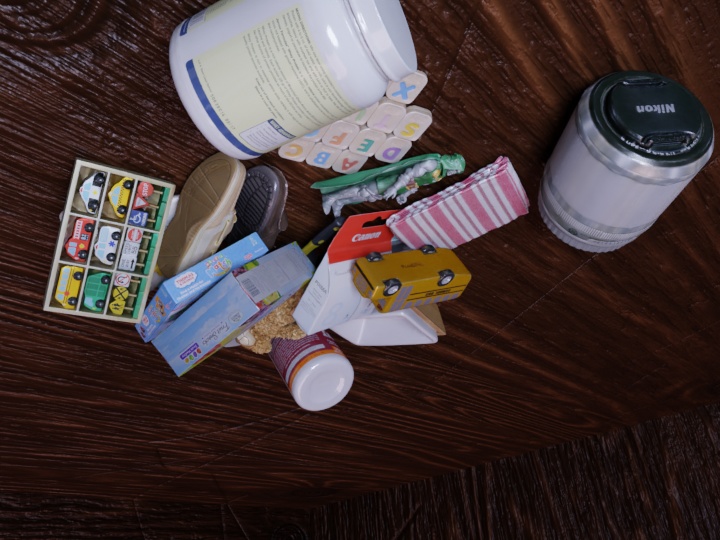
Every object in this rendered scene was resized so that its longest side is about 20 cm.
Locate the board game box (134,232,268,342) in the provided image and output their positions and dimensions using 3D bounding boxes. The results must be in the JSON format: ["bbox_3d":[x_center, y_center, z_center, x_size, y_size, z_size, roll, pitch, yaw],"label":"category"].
[{"bbox_3d":[-0.231,0.028,0.889,0.151,0.037,0.200,-35,179,-36],"label":"board game box"}]

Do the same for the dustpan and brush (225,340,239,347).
[{"bbox_3d":[-0.199,0.087,1.197,0.199,0.057,0.140,-3,142,6],"label":"dustpan and brush"}]

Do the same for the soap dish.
[{"bbox_3d":[0.036,0.075,1.137,0.199,0.082,0.157,-6,151,33],"label":"soap dish"}]

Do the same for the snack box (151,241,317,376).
[{"bbox_3d":[-0.169,0.048,0.884,0.168,0.068,0.200,-38,-179,24],"label":"snack box"}]

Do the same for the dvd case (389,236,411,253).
[{"bbox_3d":[0.078,-0.011,1.103,0.145,0.022,0.200,-13,152,10],"label":"dvd case"}]

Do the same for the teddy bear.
[{"bbox_3d":[-0.150,0.067,1.026,0.199,0.067,0.145,-25,119,26],"label":"teddy bear"}]

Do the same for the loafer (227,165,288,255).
[{"bbox_3d":[-0.140,-0.084,0.891,0.071,0.073,0.200,-29,165,-34],"label":"loafer"}]

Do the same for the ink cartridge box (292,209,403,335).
[{"bbox_3d":[0.000,0.000,0.953,0.160,0.047,0.200,-13,143,-50],"label":"ink cartridge box"}]

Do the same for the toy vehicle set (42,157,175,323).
[{"bbox_3d":[-0.331,-0.035,0.824,0.124,0.026,0.201,11,102,-31],"label":"toy vehicle set"}]

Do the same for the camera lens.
[{"bbox_3d":[0.326,-0.134,0.790,0.159,0.161,0.200,-3,151,-7],"label":"camera lens"}]

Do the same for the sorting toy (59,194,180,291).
[{"bbox_3d":[-0.296,-0.038,0.920,0.179,0.107,0.200,-28,150,-2],"label":"sorting toy"}]

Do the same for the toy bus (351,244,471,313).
[{"bbox_3d":[0.076,0.013,0.955,0.199,0.065,0.078,-9,141,-36],"label":"toy bus"}]

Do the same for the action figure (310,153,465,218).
[{"bbox_3d":[0.046,-0.120,0.852,0.199,0.055,0.118,-16,173,18],"label":"action figure"}]

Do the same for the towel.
[{"bbox_3d":[0.152,-0.088,0.953,0.199,0.030,0.146,-25,149,17],"label":"towel"}]

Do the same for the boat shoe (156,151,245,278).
[{"bbox_3d":[-0.207,-0.073,0.852,0.069,0.074,0.200,0,135,-55],"label":"boat shoe"}]

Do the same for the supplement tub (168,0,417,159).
[{"bbox_3d":[-0.061,-0.205,0.592,0.199,0.146,0.145,-19,149,21],"label":"supplement tub"}]

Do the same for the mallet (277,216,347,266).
[{"bbox_3d":[-0.080,-0.043,0.954,0.066,0.041,0.200,8,160,-18],"label":"mallet"}]

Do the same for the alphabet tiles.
[{"bbox_3d":[-0.014,-0.186,0.772,0.199,0.015,0.196,10,147,-29],"label":"alphabet tiles"}]

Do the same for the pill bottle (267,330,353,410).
[{"bbox_3d":[-0.101,0.145,1.114,0.112,0.200,0.113,-15,126,-22],"label":"pill bottle"}]
